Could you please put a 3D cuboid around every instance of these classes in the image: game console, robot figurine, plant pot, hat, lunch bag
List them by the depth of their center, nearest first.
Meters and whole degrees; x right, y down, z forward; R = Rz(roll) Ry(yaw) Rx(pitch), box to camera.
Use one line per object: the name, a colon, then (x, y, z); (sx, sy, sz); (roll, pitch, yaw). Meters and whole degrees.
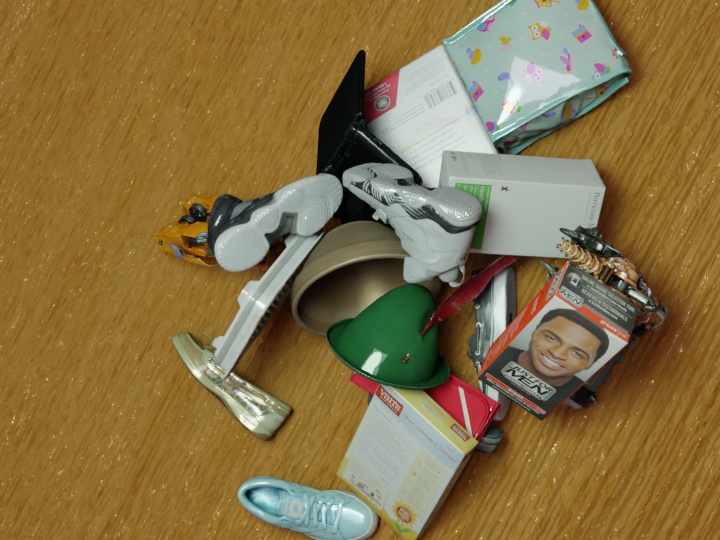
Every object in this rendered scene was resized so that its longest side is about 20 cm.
hat: (0.069, 0.030, 1.458); (0.164, 0.199, 0.178); (31, 113, 25)
lunch bag: (0.234, -0.274, 1.516); (0.198, 0.122, 0.172); (-30, 74, 15)
plant pot: (0.000, 0.000, 1.531); (0.198, 0.201, 0.094); (-23, 58, 14)
game console: (0.009, -0.159, 1.560); (0.175, 0.200, 0.117); (39, 61, 0)
robot figurine: (-0.182, -0.055, 1.633); (0.197, 0.059, 0.146); (10, 46, 28)

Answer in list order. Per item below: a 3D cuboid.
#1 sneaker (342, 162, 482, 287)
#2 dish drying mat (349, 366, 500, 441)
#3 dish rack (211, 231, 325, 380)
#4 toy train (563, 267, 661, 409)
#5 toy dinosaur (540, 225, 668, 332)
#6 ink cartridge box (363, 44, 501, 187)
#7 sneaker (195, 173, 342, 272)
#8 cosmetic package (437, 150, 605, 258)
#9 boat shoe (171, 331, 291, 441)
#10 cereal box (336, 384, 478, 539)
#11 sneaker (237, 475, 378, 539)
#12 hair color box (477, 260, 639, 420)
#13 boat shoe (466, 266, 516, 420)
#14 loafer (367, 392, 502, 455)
sneaker: (0.055, -0.055, 1.418); (0.198, 0.075, 0.117); (22, 120, 32)
dish drying mat: (0.081, 0.156, 1.502); (0.198, 0.018, 0.077); (29, 80, 29)
dish rack: (-0.127, 0.036, 1.538); (0.043, 0.200, 0.172); (34, 131, 2)
toy train: (0.291, 0.077, 1.474); (0.113, 0.085, 0.201); (34, 95, 10)
toy dinosaur: (0.291, 0.006, 1.364); (0.102, 0.201, 0.135); (-41, 40, -13)
ink cartridge box: (0.100, -0.175, 1.568); (0.146, 0.086, 0.202); (-27, 77, 13)
sneaker: (-0.125, -0.079, 1.530); (0.199, 0.076, 0.113); (-33, 34, -21)
cosmetic package: (0.197, -0.083, 1.466); (0.196, 0.085, 0.109); (3, 120, -4)
boat shoe: (-0.182, 0.151, 1.635); (0.200, 0.073, 0.063); (43, 91, 8)
cereal box: (0.057, 0.242, 1.496); (0.144, 0.039, 0.201); (41, 132, 19)
sneaker: (-0.077, 0.325, 1.564); (0.197, 0.082, 0.075); (6, 86, 20)
hair color box: (0.227, 0.086, 1.358); (0.101, 0.201, 0.062); (32, 50, -1)
boat shoe: (0.169, 0.094, 1.523); (0.056, 0.069, 0.204); (-1, 77, 24)
loafer: (0.096, 0.199, 1.538); (0.198, 0.072, 0.064); (26, 110, 27)
